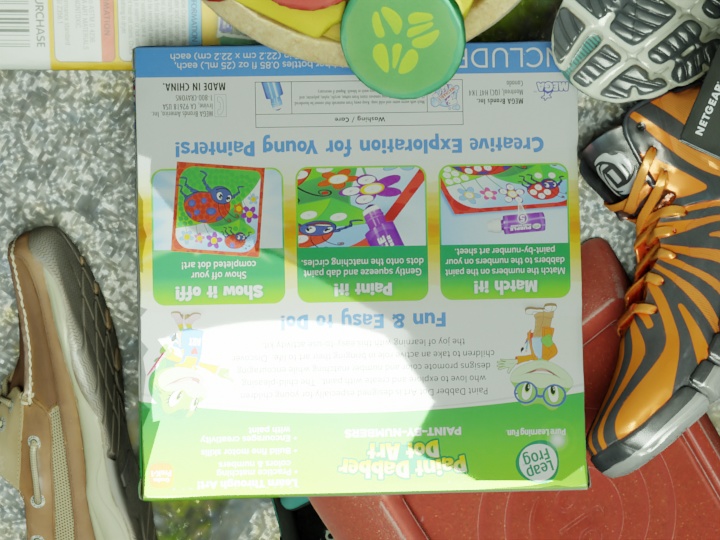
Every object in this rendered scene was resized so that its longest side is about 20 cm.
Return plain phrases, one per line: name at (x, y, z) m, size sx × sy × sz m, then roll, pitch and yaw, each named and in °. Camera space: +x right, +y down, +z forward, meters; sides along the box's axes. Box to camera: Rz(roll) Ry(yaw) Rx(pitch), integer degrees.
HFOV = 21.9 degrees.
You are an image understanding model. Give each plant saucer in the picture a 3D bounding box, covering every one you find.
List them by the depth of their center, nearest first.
plant saucer at (0.100, 0.119, 0.899) m, size 0.200 × 0.037 × 0.200 m, roll -36°, pitch 104°, yaw -19°

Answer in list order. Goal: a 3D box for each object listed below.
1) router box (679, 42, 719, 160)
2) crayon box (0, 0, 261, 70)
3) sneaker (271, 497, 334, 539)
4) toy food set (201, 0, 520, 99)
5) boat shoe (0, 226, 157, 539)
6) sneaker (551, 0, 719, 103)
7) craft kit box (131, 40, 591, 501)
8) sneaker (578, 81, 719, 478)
router box at (0.207, -0.135, 0.748) m, size 0.052 × 0.157 × 0.201 m, roll 27°, pitch 104°, yaw 19°
crayon box at (-0.084, -0.157, 0.857) m, size 0.198 × 0.052 × 0.127 m, roll 1°, pitch 106°, yaw 0°
sneaker at (-0.009, 0.072, 0.904) m, size 0.071 × 0.080 × 0.202 m, roll -1°, pitch 105°, yaw 1°
toy food set at (-0.002, -0.175, 0.751) m, size 0.197 × 0.049 × 0.201 m, roll 24°, pitch 115°, yaw 1°
boat shoe at (-0.151, 0.079, 0.911) m, size 0.071 × 0.076 × 0.202 m, roll -8°, pitch 104°, yaw 4°
sneaker at (0.159, -0.145, 0.819) m, size 0.077 × 0.080 × 0.200 m, roll 42°, pitch 77°, yaw 4°
craft kit box at (0.000, 0.000, 0.824) m, size 0.198 × 0.049 × 0.199 m, roll 0°, pitch 86°, yaw -3°
sneaker at (0.135, -0.005, 0.864) m, size 0.112 × 0.078 × 0.200 m, roll 39°, pitch 62°, yaw -4°
